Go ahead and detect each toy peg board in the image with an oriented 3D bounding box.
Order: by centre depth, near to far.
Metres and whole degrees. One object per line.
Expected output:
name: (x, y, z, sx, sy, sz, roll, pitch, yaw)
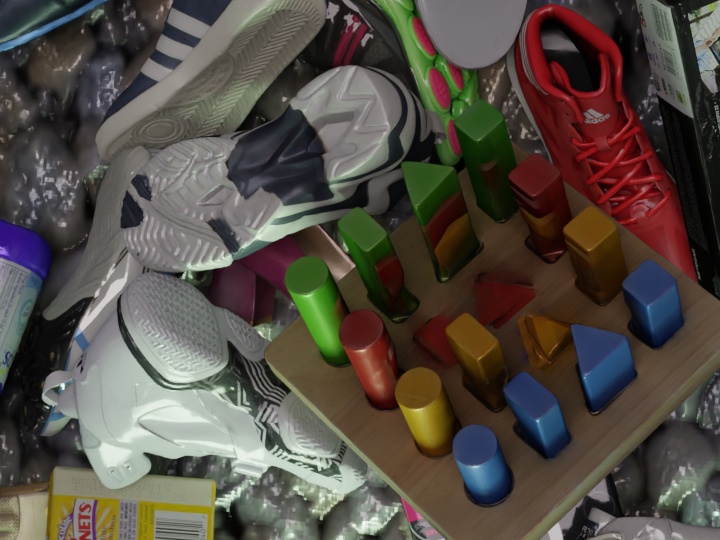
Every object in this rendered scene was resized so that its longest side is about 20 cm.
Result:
toy peg board: (0.068, 0.022, 0.983, 0.200, 0.098, 0.199, -42, 57, -11)

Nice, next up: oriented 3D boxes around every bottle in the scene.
bottle: (-0.250, 0.067, 1.101, 0.065, 0.084, 0.201, 20, 78, -6)

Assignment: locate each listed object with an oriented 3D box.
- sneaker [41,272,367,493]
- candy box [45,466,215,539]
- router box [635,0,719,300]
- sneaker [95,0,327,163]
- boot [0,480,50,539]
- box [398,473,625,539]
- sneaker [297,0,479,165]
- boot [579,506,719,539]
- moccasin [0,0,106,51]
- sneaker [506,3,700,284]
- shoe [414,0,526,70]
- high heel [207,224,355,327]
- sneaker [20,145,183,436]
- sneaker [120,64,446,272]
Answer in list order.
sneaker: (-0.094, 0.090, 1.088, 0.115, 0.075, 0.200, -38, 121, 25)
candy box: (-0.140, 0.220, 1.064, 0.101, 0.026, 0.202, 6, 69, -15)
router box: (0.247, -0.093, 1.012, 0.148, 0.051, 0.201, -22, 119, -8)
sneaker: (-0.096, -0.140, 1.091, 0.200, 0.075, 0.085, -37, 57, 35)
boot: (-0.170, 0.209, 1.115, 0.198, 0.073, 0.157, 1, 88, 10)
box: (0.097, 0.159, 1.063, 0.121, 0.106, 0.201, -18, 88, 6)
sneaker: (0.003, -0.149, 1.105, 0.084, 0.077, 0.201, -34, 89, 35)
boot: (0.122, 0.178, 0.979, 0.198, 0.074, 0.096, 0, 84, -4)
moccasin: (-0.191, -0.193, 1.112, 0.199, 0.081, 0.068, -26, 111, 7)
sneaker: (0.141, -0.065, 1.055, 0.078, 0.116, 0.201, -32, 86, 5)
shoe: (0.050, -0.222, 1.084, 0.071, 0.091, 0.202, -12, 97, -7)
high heel: (0.000, 0.000, 1.095, 0.199, 0.067, 0.097, 15, 102, 22)
sneaker: (-0.154, 0.019, 1.119, 0.072, 0.072, 0.201, 20, 104, -32)
sneaker: (-0.036, -0.053, 1.057, 0.199, 0.129, 0.080, -33, 71, 24)
